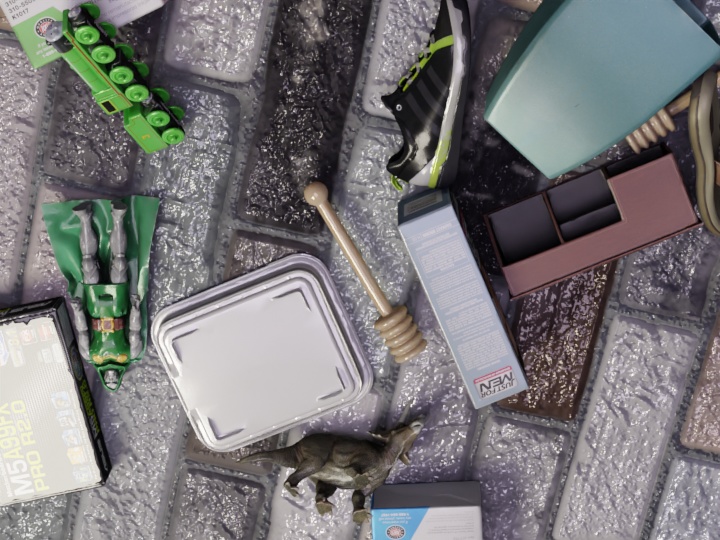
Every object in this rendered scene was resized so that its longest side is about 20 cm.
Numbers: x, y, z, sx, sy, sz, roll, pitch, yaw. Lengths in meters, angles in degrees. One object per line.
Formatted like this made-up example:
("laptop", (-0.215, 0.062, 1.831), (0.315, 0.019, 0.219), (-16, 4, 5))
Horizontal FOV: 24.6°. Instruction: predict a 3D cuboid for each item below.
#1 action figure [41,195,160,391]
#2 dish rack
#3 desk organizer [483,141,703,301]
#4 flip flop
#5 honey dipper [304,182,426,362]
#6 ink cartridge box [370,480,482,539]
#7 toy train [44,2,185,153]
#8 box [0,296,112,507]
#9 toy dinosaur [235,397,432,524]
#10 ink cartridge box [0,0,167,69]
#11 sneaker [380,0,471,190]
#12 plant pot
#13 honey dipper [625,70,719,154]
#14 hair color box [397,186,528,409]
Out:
("action figure", (-0.256, 0.028, 1.672), (0.117, 0.055, 0.201), (-2, 110, 0))
("dish rack", (-0.102, 0.092, 1.688), (0.199, 0.044, 0.172), (-22, 105, 9))
("desk organizer", (0.224, -0.049, 1.620), (0.199, 0.072, 0.077), (-22, 102, 8))
("flip flop", (0.346, -0.108, 1.557), (0.057, 0.081, 0.201), (-1, 137, 18))
("honey dipper", (0.000, 0.000, 1.655), (0.038, 0.038, 0.201), (-31, 99, 10))
("ink cartridge box", (0.072, 0.327, 1.734), (0.115, 0.068, 0.201), (-2, 106, 3))
("toy train", (-0.230, -0.179, 1.564), (0.056, 0.042, 0.200), (-18, 143, 17))
("box", (-0.360, 0.140, 1.710), (0.159, 0.044, 0.201), (-11, 105, 5))
("toy dinosaur", (-0.024, 0.200, 1.696), (0.199, 0.102, 0.077), (-7, 119, 14))
("ink cartridge box", (-0.286, -0.314, 1.556), (0.144, 0.084, 0.201), (-25, 104, 9))
("sneaker", (0.061, -0.171, 1.591), (0.082, 0.072, 0.201), (6, 106, 2))
("plant pot", (0.214, -0.195, 1.549), (0.141, 0.141, 0.200), (41, 109, -9))
("honey dipper", (0.340, -0.183, 1.596), (0.199, 0.038, 0.038), (-35, 102, 9))
("hair color box", (0.100, 0.023, 1.630), (0.060, 0.099, 0.201), (-21, 104, 7))
